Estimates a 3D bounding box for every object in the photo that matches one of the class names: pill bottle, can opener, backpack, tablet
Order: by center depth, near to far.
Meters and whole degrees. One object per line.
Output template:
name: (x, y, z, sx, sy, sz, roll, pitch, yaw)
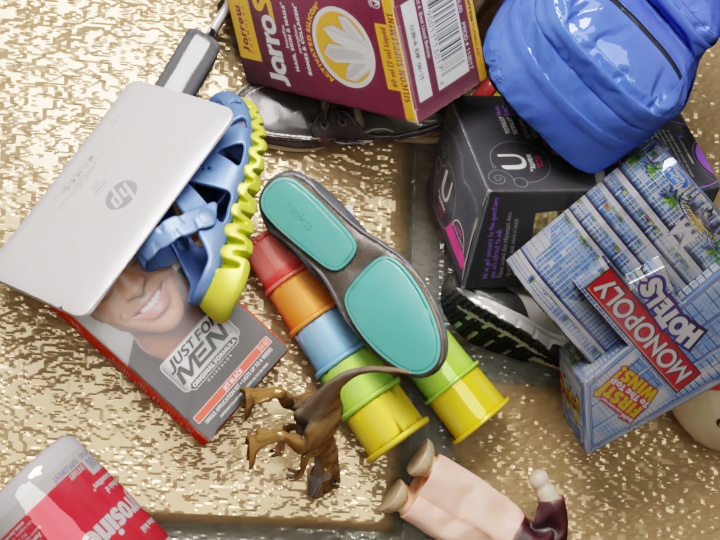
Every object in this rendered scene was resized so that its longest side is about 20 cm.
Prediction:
pill bottle: (-0.193, 0.232, 1.255, 0.112, 0.112, 0.200, -44, 90, -14)
backpack: (0.191, -0.191, 1.257, 0.162, 0.168, 0.200, 41, 48, -6)
tablet: (-0.194, -0.059, 1.275, 0.130, 0.014, 0.201, 19, 68, 40)
can opener: (-0.126, -0.170, 1.365, 0.066, 0.053, 0.201, 34, 77, -2)

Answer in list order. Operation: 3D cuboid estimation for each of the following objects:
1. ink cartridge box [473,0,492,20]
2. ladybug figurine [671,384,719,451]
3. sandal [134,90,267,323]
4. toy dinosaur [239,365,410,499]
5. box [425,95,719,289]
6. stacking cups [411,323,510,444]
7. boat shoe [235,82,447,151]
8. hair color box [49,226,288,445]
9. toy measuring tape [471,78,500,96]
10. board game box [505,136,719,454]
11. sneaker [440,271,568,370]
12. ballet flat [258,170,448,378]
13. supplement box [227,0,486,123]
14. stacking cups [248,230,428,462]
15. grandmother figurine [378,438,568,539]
ink cartridge box: (0.102, -0.272, 1.331, 0.075, 0.200, 0.165, 37, 61, 1)
ladybug figurine: (0.316, 0.049, 1.388, 0.135, 0.072, 0.202, 5, 79, -17)
sandal: (-0.124, -0.060, 1.291, 0.086, 0.080, 0.201, 16, 53, -16)
toy dinosaur: (-0.035, 0.108, 1.273, 0.105, 0.200, 0.061, -4, 58, -13)
box: (0.167, -0.065, 1.337, 0.198, 0.107, 0.123, -1, 43, -16)
stacking cups: (0.036, 0.049, 1.358, 0.060, 0.061, 0.200, -39, 85, -13)
boat shoe: (-0.008, -0.137, 1.373, 0.198, 0.065, 0.073, 2, 83, -8)
hair color box: (-0.164, 0.035, 1.320, 0.200, 0.061, 0.102, 41, 77, 0)
toy measuring tape: (0.152, -0.166, 1.403, 0.073, 0.074, 0.200, 41, 77, -1)
board game box: (0.214, 0.036, 1.285, 0.200, 0.062, 0.200, -41, 118, 8)
sneaker: (0.156, 0.037, 1.369, 0.199, 0.074, 0.081, 23, 71, -20)
ballet flat: (0.000, 0.000, 1.302, 0.073, 0.073, 0.200, -41, 83, -13)
supplement box: (-0.008, -0.196, 1.297, 0.085, 0.199, 0.111, -35, 125, -33)
stacking cups: (-0.028, 0.058, 1.337, 0.060, 0.061, 0.200, -36, 84, -13)
grandmother figurine: (0.120, 0.216, 1.344, 0.199, 0.061, 0.122, 35, 104, -5)
